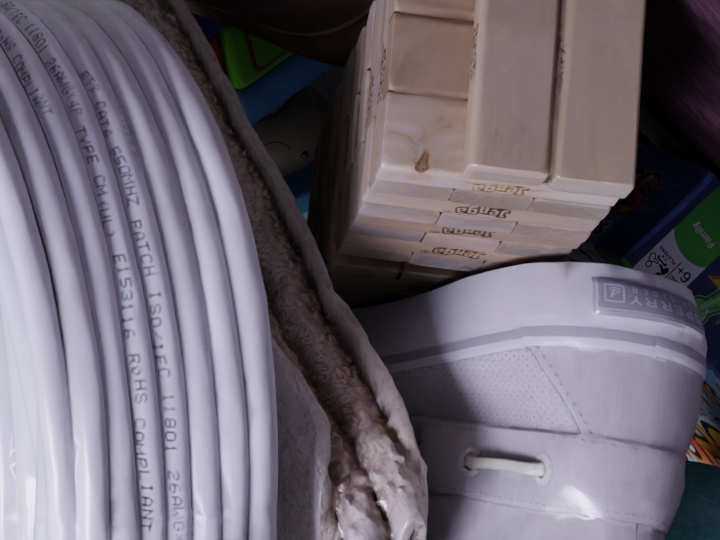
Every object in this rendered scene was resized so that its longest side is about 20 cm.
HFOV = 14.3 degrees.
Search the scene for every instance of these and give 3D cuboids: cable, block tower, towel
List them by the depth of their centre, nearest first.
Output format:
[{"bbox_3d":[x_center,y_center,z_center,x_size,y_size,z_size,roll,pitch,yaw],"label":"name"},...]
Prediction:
[{"bbox_3d":[-0.076,0.034,0.680,0.200,0.069,0.200,-159,65,-66],"label":"cable"},{"bbox_3d":[0.021,-0.023,0.692,0.054,0.058,0.200,8,165,-6],"label":"block tower"},{"bbox_3d":[-0.040,0.032,0.725,0.133,0.034,0.200,104,149,-41],"label":"towel"}]

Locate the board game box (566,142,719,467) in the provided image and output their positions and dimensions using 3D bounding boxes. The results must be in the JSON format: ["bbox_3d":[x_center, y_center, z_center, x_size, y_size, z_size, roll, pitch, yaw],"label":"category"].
[{"bbox_3d":[0.088,0.014,0.824,0.135,0.034,0.200,48,175,-19],"label":"board game box"}]

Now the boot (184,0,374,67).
[{"bbox_3d":[-0.023,-0.087,0.794,0.075,0.074,0.200,38,179,-33],"label":"boot"}]

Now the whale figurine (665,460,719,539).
[{"bbox_3d":[0.114,0.116,0.790,0.200,0.104,0.159,20,-148,-43],"label":"whale figurine"}]

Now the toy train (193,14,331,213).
[{"bbox_3d":[-0.088,-0.029,0.874,0.085,0.200,0.116,33,152,38],"label":"toy train"}]

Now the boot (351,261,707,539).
[{"bbox_3d":[0.014,0.062,0.719,0.074,0.096,0.200,13,164,-22],"label":"boot"}]

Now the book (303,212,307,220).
[{"bbox_3d":[0.000,0.000,1.005,0.134,0.048,0.200,36,-174,-41],"label":"book"}]

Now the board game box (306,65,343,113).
[{"bbox_3d":[-0.016,-0.074,1.009,0.200,0.035,0.126,46,176,9],"label":"board game box"}]
